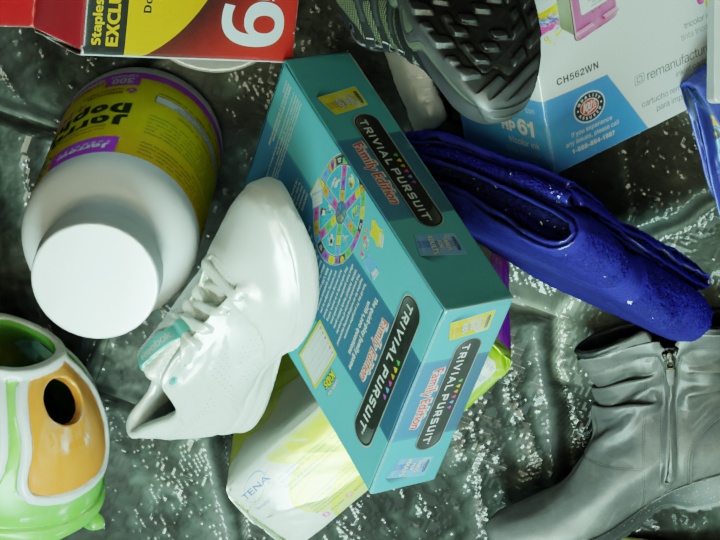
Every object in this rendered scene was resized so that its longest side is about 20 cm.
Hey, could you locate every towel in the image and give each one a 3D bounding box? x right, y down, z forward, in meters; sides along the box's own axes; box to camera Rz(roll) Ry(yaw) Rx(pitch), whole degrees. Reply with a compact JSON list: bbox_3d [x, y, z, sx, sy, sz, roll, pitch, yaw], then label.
[{"bbox_3d":[0.115,-0.024,1.541,0.200,0.147,0.050,31,86,-55],"label":"towel"}]

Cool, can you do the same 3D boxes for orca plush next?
[{"bbox_3d":[0.046,-0.170,1.549,0.071,0.105,0.200,-24,96,-25],"label":"orca plush"}]

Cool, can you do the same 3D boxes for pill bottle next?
[{"bbox_3d":[-0.142,-0.038,1.556,0.104,0.200,0.105,1,116,3],"label":"pill bottle"}]

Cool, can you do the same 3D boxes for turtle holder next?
[{"bbox_3d":[-0.240,0.093,1.679,0.141,0.186,0.132,-9,122,-28],"label":"turtle holder"}]

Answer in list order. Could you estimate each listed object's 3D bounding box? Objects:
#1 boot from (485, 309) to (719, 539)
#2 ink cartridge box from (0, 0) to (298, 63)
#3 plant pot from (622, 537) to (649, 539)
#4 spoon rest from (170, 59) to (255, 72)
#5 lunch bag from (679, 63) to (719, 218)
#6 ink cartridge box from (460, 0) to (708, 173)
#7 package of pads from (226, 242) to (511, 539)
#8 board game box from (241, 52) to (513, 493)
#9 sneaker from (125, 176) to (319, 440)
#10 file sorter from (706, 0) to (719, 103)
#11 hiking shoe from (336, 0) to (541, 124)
[{"bbox_3d":[0.159,0.102,1.689,0.199,0.070,0.132,-21,111,2],"label":"boot"},{"bbox_3d":[-0.122,-0.222,1.464,0.175,0.084,0.201,-1,104,-27],"label":"ink cartridge box"},{"bbox_3d":[0.166,0.311,1.732,0.200,0.201,0.185,-5,128,6],"label":"plant pot"},{"bbox_3d":[-0.131,-0.188,1.559,0.200,0.061,0.099,29,114,-9],"label":"spoon rest"},{"bbox_3d":[0.280,-0.071,1.546,0.150,0.094,0.200,-29,109,-18],"label":"lunch bag"},{"bbox_3d":[0.123,-0.177,1.498,0.144,0.085,0.201,-26,119,-28],"label":"ink cartridge box"},{"bbox_3d":[0.007,0.064,1.623,0.068,0.155,0.200,41,113,-18],"label":"package of pads"},{"bbox_3d":[0.000,0.000,1.488,0.047,0.200,0.151,-10,141,-30],"label":"board game box"},{"bbox_3d":[-0.086,0.033,1.506,0.088,0.075,0.200,-13,142,-30],"label":"sneaker"},{"bbox_3d":[0.276,-0.193,1.440,0.138,0.125,0.201,0,92,-12],"label":"file sorter"},{"bbox_3d":[0.036,-0.148,1.450,0.076,0.200,0.101,-20,150,-19],"label":"hiking shoe"}]
